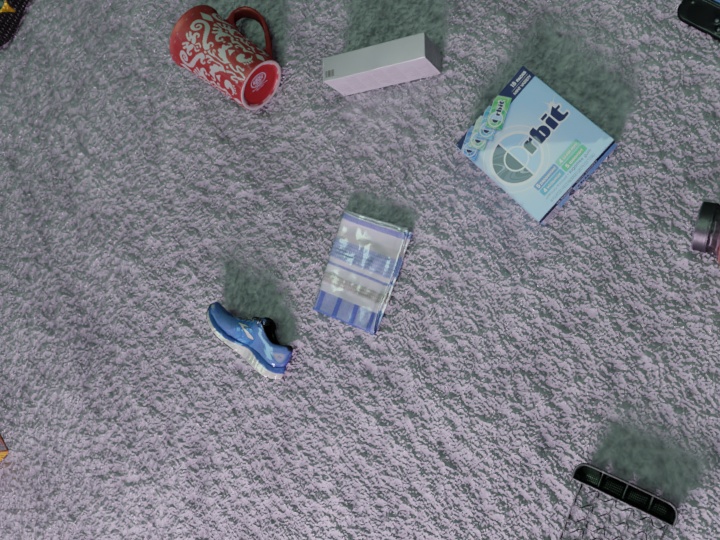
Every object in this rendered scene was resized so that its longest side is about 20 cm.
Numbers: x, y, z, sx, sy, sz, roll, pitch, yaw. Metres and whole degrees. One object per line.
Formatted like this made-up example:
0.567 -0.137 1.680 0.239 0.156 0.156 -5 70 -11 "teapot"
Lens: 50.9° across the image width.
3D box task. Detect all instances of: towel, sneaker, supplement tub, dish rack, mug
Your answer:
0.000 0.000 1.363 0.146 0.024 0.201 21 94 28 "towel"
-0.205 0.117 1.431 0.200 0.079 0.089 36 93 17 "sneaker"
0.565 -0.041 1.035 0.199 0.107 0.108 15 91 27 "supplement tub"
0.363 0.401 1.115 0.153 0.054 0.201 22 94 28 "dish rack"
-0.250 -0.430 1.482 0.200 0.133 0.178 39 103 22 "mug"
-0.879 -0.644 1.865 0.201 0.070 0.090 -55 50 11 "sneaker"

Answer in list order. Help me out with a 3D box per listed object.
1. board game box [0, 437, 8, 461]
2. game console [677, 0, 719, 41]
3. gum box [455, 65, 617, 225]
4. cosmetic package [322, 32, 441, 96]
-0.971 0.403 1.704 0.200 0.200 0.200 -45 68 15 "board game box"
0.576 -0.428 1.070 0.176 0.116 0.200 40 101 25 "game console"
0.282 -0.203 1.232 0.200 0.044 0.170 47 105 23 "gum box"
0.038 -0.367 1.355 0.199 0.082 0.051 -6 79 25 "cosmetic package"
